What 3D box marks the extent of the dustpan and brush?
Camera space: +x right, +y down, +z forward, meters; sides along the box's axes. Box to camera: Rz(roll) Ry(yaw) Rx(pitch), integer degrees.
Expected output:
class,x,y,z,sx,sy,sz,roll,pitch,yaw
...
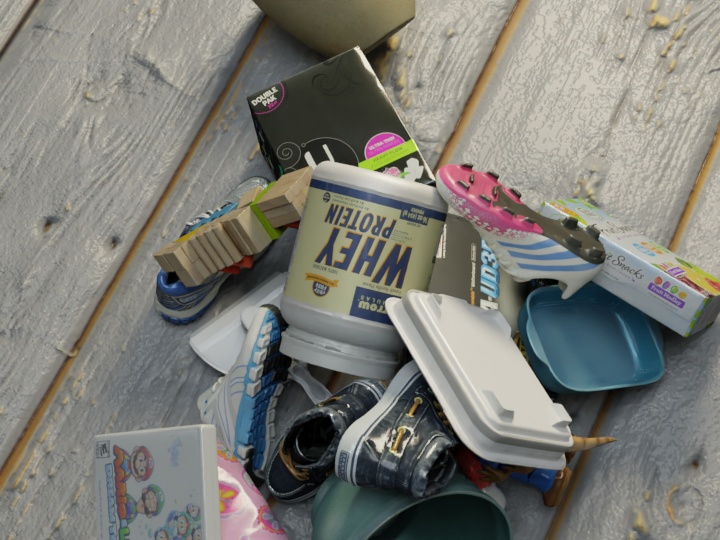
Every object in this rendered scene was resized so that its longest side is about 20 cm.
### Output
class,x,y,z,sx,sy,sz,roll,pitch,yaw
dustpan and brush,-0.083,0.095,1.643,0.140,0.057,0.200,-37,68,-13

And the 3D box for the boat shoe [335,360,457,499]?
class,x,y,z,sx,sy,sz,roll,pitch,yaw
boat shoe,0.059,0.153,1.428,0.091,0.071,0.200,16,29,21

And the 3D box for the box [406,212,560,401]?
class,x,y,z,sx,sy,sz,roll,pitch,yaw
box,0.133,0.042,1.614,0.159,0.046,0.200,15,54,-13

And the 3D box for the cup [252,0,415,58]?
class,x,y,z,sx,sy,sz,roll,pitch,yaw
cup,-0.015,-0.331,1.790,0.200,0.200,0.143,-36,94,-12

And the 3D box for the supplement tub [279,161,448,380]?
class,x,y,z,sx,sy,sz,roll,pitch,yaw
supplement tub,0.000,0.000,1.541,0.145,0.145,0.200,14,92,11

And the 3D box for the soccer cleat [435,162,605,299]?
class,x,y,z,sx,sy,sz,roll,pitch,yaw
soccer cleat,0.151,-0.033,1.523,0.200,0.086,0.070,27,33,-13

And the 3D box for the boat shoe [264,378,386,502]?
class,x,y,z,sx,sy,sz,roll,pitch,yaw
boat shoe,-0.057,0.181,1.522,0.071,0.200,0.091,52,38,12

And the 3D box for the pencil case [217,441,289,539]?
class,x,y,z,sx,sy,sz,roll,pitch,yaw
pencil case,-0.126,0.260,1.502,0.087,0.087,0.200,-33,56,-11

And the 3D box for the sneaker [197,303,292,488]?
class,x,y,z,sx,sy,sz,roll,pitch,yaw
sneaker,-0.130,0.127,1.589,0.087,0.075,0.200,18,102,27

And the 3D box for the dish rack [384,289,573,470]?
class,x,y,z,sx,sy,sz,roll,pitch,yaw
dish rack,0.122,0.097,1.455,0.044,0.172,0.200,-48,54,23

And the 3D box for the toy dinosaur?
class,x,y,z,sx,sy,sz,roll,pitch,yaw
toy dinosaur,0.166,0.163,1.512,0.200,0.060,0.106,22,52,-2

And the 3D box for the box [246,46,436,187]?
class,x,y,z,sx,sy,sz,roll,pitch,yaw
box,-0.019,-0.120,1.707,0.148,0.124,0.200,-24,64,-7

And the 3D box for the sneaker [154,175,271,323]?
class,x,y,z,sx,sy,sz,roll,pitch,yaw
sneaker,-0.159,-0.033,1.698,0.077,0.085,0.200,29,69,17

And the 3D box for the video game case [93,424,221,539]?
class,x,y,z,sx,sy,sz,roll,pitch,yaw
video game case,-0.203,0.258,1.504,0.182,0.024,0.200,-11,79,45

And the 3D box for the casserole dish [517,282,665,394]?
class,x,y,z,sx,sy,sz,roll,pitch,yaw
casserole dish,0.239,0.075,1.591,0.200,0.039,0.121,-4,66,-39

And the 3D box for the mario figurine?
class,x,y,z,sx,sy,sz,roll,pitch,yaw
mario figurine,0.120,0.185,1.589,0.200,0.123,0.106,18,109,5

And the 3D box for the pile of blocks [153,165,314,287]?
class,x,y,z,sx,sy,sz,roll,pitch,yaw
pile of blocks,-0.122,-0.039,1.621,0.200,0.062,0.082,-26,20,19

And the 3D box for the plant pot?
class,x,y,z,sx,sy,sz,roll,pitch,yaw
plant pot,0.031,0.263,1.495,0.200,0.200,0.134,-33,41,-11

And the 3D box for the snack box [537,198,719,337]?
class,x,y,z,sx,sy,sz,roll,pitch,yaw
snack box,0.288,-0.007,1.617,0.200,0.142,0.053,32,105,19
